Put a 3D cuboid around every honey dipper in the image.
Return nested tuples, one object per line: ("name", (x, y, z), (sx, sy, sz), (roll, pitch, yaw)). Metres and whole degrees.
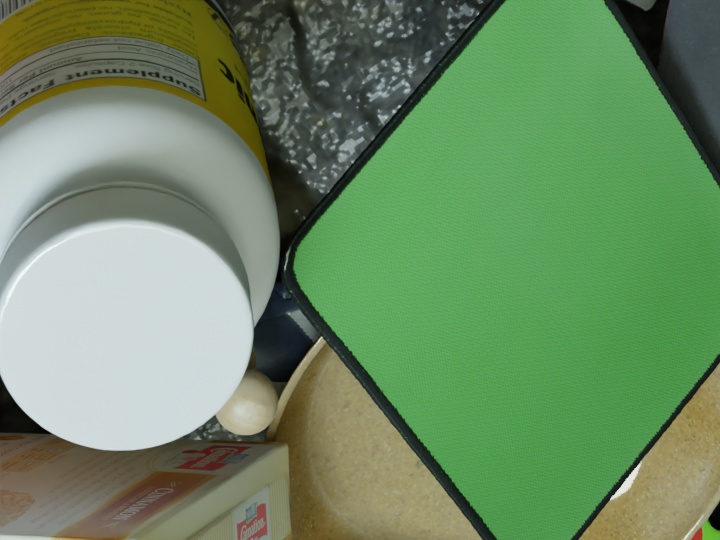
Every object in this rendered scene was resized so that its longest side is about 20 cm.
("honey dipper", (-0.047, 0.004, 1.059), (0.038, 0.200, 0.038), (-3, 116, -7))

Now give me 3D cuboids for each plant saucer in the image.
("plant saucer", (0.053, 0.059, 1.124), (0.199, 0.035, 0.201), (-9, 125, -13))

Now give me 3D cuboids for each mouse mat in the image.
("mouse mat", (0.066, 0.000, 1.030), (0.161, 0.008, 0.200), (-49, 129, -15))

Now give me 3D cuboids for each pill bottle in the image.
("pill bottle", (-0.085, -0.024, 0.979), (0.111, 0.200, 0.112), (-3, 118, -6))

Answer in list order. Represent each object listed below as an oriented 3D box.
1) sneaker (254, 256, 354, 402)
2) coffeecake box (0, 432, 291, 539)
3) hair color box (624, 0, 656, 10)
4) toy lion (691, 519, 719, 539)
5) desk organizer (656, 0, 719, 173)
("sneaker", (0.000, 0.000, 1.137), (0.199, 0.075, 0.085), (-4, 118, -16))
("coffeecake box", (-0.141, 0.107, 1.036), (0.199, 0.153, 0.074), (1, 99, 18))
("hair color box", (0.042, -0.187, 1.057), (0.199, 0.061, 0.100), (25, 108, -17))
("toy lion", (0.065, 0.157, 1.206), (0.200, 0.069, 0.192), (39, 83, -13))
("desk organizer", (0.155, -0.068, 1.099), (0.071, 0.077, 0.200), (24, 144, 15))
